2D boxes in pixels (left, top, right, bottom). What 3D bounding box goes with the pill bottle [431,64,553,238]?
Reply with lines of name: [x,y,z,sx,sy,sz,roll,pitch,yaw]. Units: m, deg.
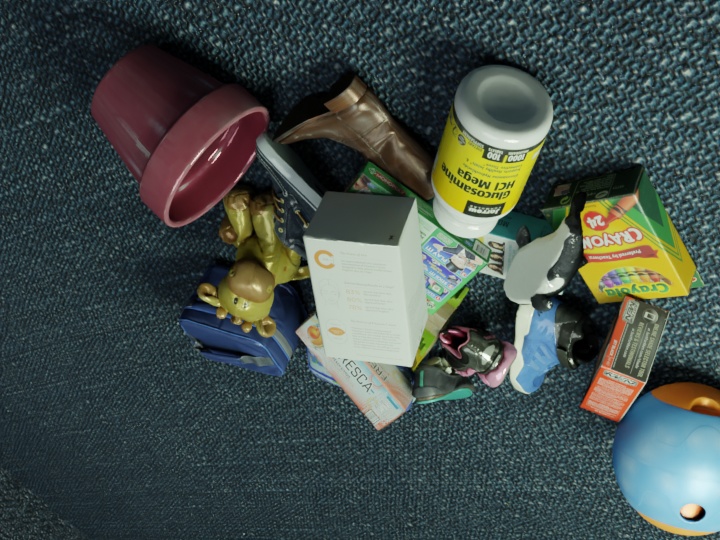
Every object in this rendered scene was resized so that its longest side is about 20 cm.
pill bottle: [0.144,-0.130,1.199,0.111,0.113,0.201,24,146,7]

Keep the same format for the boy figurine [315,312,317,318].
boy figurine: [0.000,0.000,1.456,0.064,0.125,0.202,10,118,-32]

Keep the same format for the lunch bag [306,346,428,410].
lunch bag: [0.010,0.143,1.674,0.198,0.083,0.162,24,148,10]

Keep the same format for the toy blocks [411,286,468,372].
toy blocks: [0.064,0.051,1.519,0.136,0.100,0.201,37,149,8]

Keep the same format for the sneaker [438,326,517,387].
sneaker: [0.149,0.106,1.483,0.095,0.080,0.200,29,173,-13]

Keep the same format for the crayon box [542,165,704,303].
crayon box: [0.323,-0.027,1.256,0.126,0.051,0.201,-9,131,42]

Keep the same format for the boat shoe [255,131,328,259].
boat shoe: [-0.098,-0.095,1.413,0.090,0.071,0.200,-35,124,14]

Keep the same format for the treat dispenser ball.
treat dispenser ball: [0.442,0.254,1.394,0.198,0.202,0.202,19,145,14]

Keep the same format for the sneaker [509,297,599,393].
sneaker: [0.276,0.120,1.452,0.110,0.077,0.202,23,140,25]

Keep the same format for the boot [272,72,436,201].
boot: [0.002,-0.146,1.334,0.200,0.065,0.185,41,146,-25]

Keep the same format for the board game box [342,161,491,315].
board game box: [0.053,-0.038,1.344,0.199,0.029,0.135,35,136,-10]

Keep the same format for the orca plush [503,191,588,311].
orca plush: [0.242,-0.022,1.247,0.070,0.106,0.201,-9,142,-21]

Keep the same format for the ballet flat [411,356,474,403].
ballet flat: [0.130,0.168,1.605,0.072,0.074,0.199,11,180,23]

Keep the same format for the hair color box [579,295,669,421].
hair color box: [0.341,0.119,1.342,0.060,0.103,0.201,21,160,11]

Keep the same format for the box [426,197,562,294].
box: [0.178,-0.037,1.348,0.197,0.049,0.083,17,143,17]

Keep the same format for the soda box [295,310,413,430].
soda box: [-0.005,0.139,1.562,0.063,0.068,0.201,-38,93,28]

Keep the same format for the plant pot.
plant pot: [-0.247,-0.189,1.353,0.179,0.200,0.201,41,147,9]

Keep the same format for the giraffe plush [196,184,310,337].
giraffe plush: [-0.158,-0.001,1.534,0.170,0.163,0.202,15,143,19]

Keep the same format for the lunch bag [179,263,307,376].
lunch bag: [-0.201,0.087,1.693,0.197,0.134,0.136,11,150,24]

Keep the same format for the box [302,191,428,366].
box: [0.011,0.012,1.314,0.122,0.098,0.202,6,131,16]
